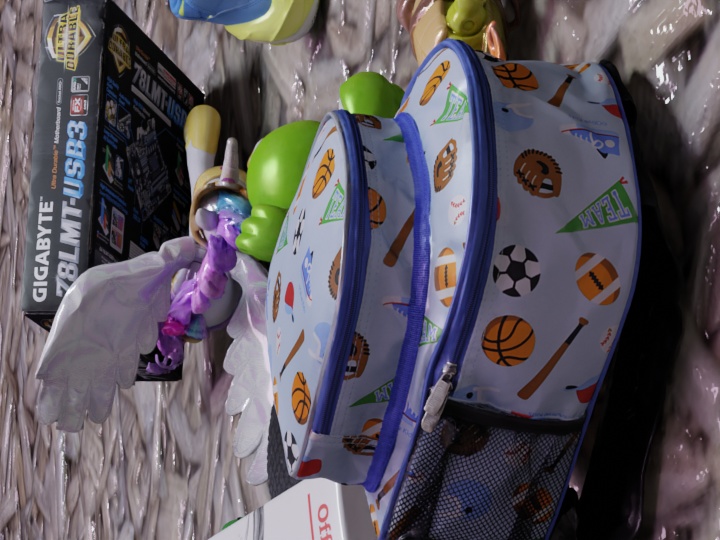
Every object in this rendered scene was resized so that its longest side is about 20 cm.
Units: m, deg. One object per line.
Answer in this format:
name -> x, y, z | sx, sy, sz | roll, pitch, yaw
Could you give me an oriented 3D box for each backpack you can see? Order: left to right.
backpack -> 0.043, 0.002, 1.095 | 0.200, 0.153, 0.191 | -109, 37, -52

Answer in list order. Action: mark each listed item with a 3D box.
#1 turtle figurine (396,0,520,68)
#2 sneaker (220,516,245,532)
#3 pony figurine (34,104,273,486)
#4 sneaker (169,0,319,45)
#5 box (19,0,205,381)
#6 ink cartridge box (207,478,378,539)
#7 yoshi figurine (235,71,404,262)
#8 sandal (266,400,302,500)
turtle figurine -> 0.042, -0.123, 1.223 | 0.162, 0.064, 0.201 | -98, 10, -48
sneaker -> -0.028, 0.205, 1.389 | 0.200, 0.085, 0.078 | -114, 30, -51
pony figurine -> -0.090, 0.006, 1.529 | 0.200, 0.165, 0.194 | -101, 23, -78
sneaker -> -0.070, -0.229, 1.505 | 0.076, 0.104, 0.202 | -163, 74, -71
box -> -0.153, -0.047, 1.662 | 0.200, 0.049, 0.200 | 46, -135, -71
ink cartridge box -> -0.016, 0.168, 1.269 | 0.200, 0.068, 0.117 | -35, 54, 40
yoshi figurine -> -0.010, 0.004, 1.313 | 0.112, 0.111, 0.201 | 122, 148, -69
sandal -> -0.005, 0.036, 1.410 | 0.075, 0.045, 0.201 | 7, 81, 66
